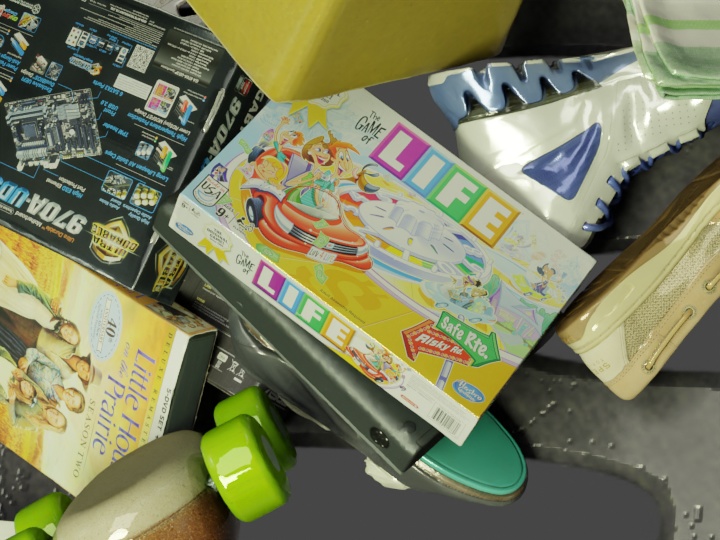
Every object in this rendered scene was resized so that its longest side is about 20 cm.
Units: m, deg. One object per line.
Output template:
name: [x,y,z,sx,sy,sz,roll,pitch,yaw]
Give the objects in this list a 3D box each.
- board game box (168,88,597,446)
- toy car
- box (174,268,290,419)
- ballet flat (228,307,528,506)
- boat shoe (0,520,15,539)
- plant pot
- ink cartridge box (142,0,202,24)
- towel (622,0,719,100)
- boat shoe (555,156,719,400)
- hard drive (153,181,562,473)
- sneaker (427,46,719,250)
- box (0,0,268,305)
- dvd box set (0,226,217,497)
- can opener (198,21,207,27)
board game box: [0.014,-0.015,1.093,0.199,0.034,0.135,36,55,6]
toy car: [-0.085,0.196,1.124,0.164,0.158,0.201,-28,96,4]
box: [-0.092,-0.019,1.259,0.199,0.048,0.159,28,85,31]
ballet flat: [0.006,0.080,1.157,0.199,0.073,0.073,34,89,3]
boat shoe: [-0.219,0.197,1.232,0.199,0.070,0.072,-1,66,23]
plant pot: [0.005,-0.242,1.090,0.194,0.195,0.200,50,131,21]
ink cartridge box: [-0.105,-0.226,1.342,0.199,0.045,0.177,-29,61,15]
towel: [0.213,-0.179,1.125,0.151,0.023,0.201,-3,53,-9]
boat shoe: [0.199,-0.014,1.109,0.200,0.071,0.065,-43,94,2]
hard drive: [0.000,0.000,1.130,0.200,0.033,0.139,44,56,11]
sneaker: [0.143,-0.069,1.149,0.198,0.081,0.116,-6,95,7]
box: [-0.165,-0.089,1.212,0.199,0.046,0.160,23,87,30]
dvd box set: [-0.183,0.059,1.253,0.199,0.029,0.147,31,116,31]
can opener: [-0.034,-0.171,1.262,0.199,0.054,0.067,-29,31,-5]
